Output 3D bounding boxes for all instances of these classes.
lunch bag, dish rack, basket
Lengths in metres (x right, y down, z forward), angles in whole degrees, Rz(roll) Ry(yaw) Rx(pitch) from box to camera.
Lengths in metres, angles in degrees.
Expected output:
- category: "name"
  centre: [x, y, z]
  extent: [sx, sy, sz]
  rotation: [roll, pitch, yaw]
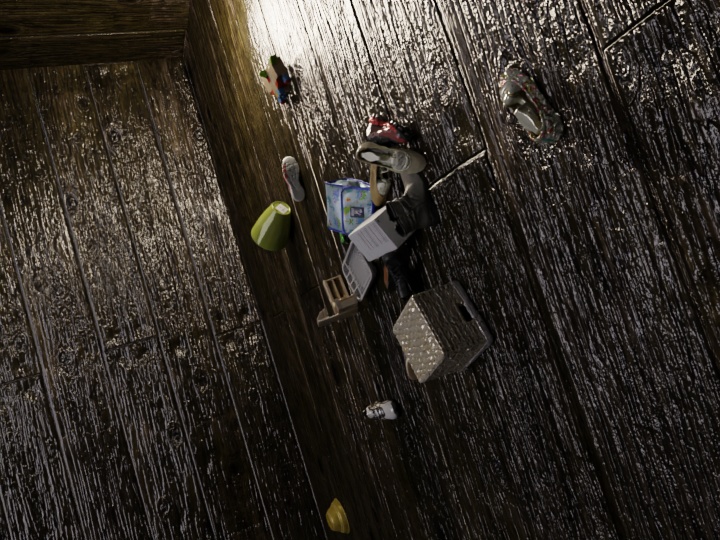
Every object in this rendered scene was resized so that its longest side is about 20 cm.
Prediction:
- category: "lunch bag"
  centre: [-0.022, -0.211, 1.714]
  extent: [0.199, 0.127, 0.171]
  rotation: [20, 121, 41]
- category: "dish rack"
  centre: [0.000, 0.000, 1.868]
  extent: [0.172, 0.043, 0.201]
  rotation: [63, 153, 26]
- category: "basket"
  centre: [0.216, 0.169, 1.380]
  extent: [0.199, 0.160, 0.201]
  rotation: [62, 151, 26]

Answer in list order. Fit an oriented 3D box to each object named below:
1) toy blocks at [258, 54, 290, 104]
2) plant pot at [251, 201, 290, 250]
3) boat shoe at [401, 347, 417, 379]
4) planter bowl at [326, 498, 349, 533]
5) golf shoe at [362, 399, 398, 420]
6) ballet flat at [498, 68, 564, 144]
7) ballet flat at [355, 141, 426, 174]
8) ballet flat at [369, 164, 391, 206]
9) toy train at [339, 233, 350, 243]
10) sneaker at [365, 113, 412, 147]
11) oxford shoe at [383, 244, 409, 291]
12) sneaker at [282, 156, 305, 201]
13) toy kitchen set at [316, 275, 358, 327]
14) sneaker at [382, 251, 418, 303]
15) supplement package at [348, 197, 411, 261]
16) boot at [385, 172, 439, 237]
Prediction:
- category: "toy blocks"
  centre: [-0.340, -0.773, 2.098]
  extent: [0.137, 0.099, 0.200]
  rotation: [62, 155, -1]
- category: "plant pot"
  centre: [-0.412, -0.232, 2.471]
  extent: [0.188, 0.186, 0.200]
  rotation: [60, 136, 29]
- category: "boat shoe"
  centre: [0.168, 0.253, 1.639]
  extent: [0.065, 0.071, 0.202]
  rotation: [-133, 32, -65]
- category: "planter bowl"
  centre: [-0.145, 1.435, 2.944]
  extent: [0.200, 0.083, 0.202]
  rotation: [42, 140, 48]
- category: "golf shoe"
  centre: [0.077, 0.548, 1.962]
  extent: [0.200, 0.094, 0.078]
  rotation: [-36, 70, 62]
- category: "ballet flat"
  centre: [0.319, -0.324, 0.993]
  extent: [0.201, 0.063, 0.076]
  rotation: [61, 153, 28]
- category: "ballet flat"
  centre: [0.078, -0.303, 1.388]
  extent: [0.198, 0.070, 0.070]
  rotation: [15, 126, 19]
- category: "ballet flat"
  centre: [0.063, -0.290, 1.549]
  extent: [0.063, 0.068, 0.202]
  rotation: [19, 123, 44]
- category: "toy train"
  centre: [-0.073, -0.199, 1.914]
  extent: [0.056, 0.041, 0.202]
  rotation: [-166, 63, -74]
- category: "sneaker"
  centre: [0.074, -0.375, 1.438]
  extent: [0.200, 0.070, 0.099]
  rotation: [41, 111, 52]
- category: "oxford shoe"
  centre: [0.103, -0.020, 1.615]
  extent: [0.201, 0.071, 0.072]
  rotation: [104, 147, -48]
- category: "sneaker"
  centre: [-0.304, -0.397, 2.242]
  extent: [0.082, 0.076, 0.202]
  rotation: [178, 78, -71]
- category: "toy kitchen set"
  centre: [-0.118, 0.106, 1.975]
  extent: [0.200, 0.162, 0.182]
  rotation: [99, 149, -70]
- category: "sneaker"
  centre: [0.128, 0.033, 1.522]
  extent: [0.200, 0.060, 0.105]
  rotation: [46, -149, -50]
- category: "supplement package"
  centre: [0.067, -0.118, 1.541]
  extent: [0.110, 0.114, 0.200]
  rotation: [49, 157, -8]
- category: "boot"
  centre: [0.124, -0.196, 1.393]
  extent: [0.201, 0.130, 0.068]
  rotation: [67, 154, 15]
